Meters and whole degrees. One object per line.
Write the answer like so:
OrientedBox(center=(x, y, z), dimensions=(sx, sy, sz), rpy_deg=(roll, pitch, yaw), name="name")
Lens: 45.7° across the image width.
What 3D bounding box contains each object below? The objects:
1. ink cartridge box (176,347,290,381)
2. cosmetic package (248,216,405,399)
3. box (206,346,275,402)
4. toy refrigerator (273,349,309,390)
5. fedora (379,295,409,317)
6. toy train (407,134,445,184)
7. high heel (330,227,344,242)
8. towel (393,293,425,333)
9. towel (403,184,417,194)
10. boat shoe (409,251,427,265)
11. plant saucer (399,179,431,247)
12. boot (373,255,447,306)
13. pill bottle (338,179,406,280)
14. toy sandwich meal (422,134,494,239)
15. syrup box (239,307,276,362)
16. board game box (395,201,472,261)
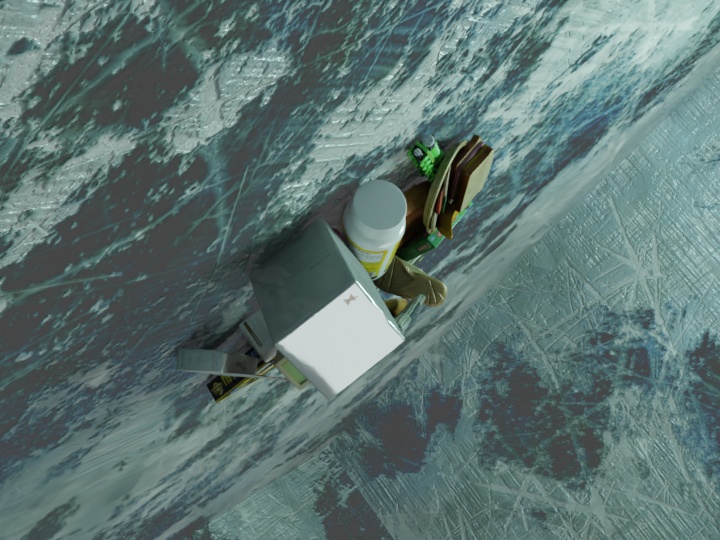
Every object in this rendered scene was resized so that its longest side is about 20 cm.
OrientedBox(center=(-0.223, 0.174, 1.575), dimensions=(0.169, 0.045, 0.200), rpy_deg=(2, 171, 11), name="ink cartridge box")
OrientedBox(center=(-0.059, 0.059, 1.408), dimensions=(0.165, 0.201, 0.168), rpy_deg=(-36, 127, 5), name="cosmetic package")
OrientedBox(center=(-0.213, 0.192, 1.808), dimensions=(0.199, 0.050, 0.159), rpy_deg=(-38, 170, 35), name="box")
OrientedBox(center=(-0.063, 0.129, 1.575), dimensions=(0.199, 0.076, 0.070), rpy_deg=(-38, -160, 19), name="toy refrigerator")
OrientedBox(center=(0.004, 0.092, 1.697), dimensions=(0.198, 0.082, 0.201), rpy_deg=(-30, 159, -13), name="fedora")
OrientedBox(center=(0.127, -0.201, 1.553), dimensions=(0.057, 0.042, 0.200), rpy_deg=(-50, 166, 2), name="toy train")
OrientedBox(center=(-0.090, -0.003, 1.535), dimensions=(0.096, 0.068, 0.201), rpy_deg=(-35, 167, -32), name="high heel")
OrientedBox(center=(0.030, 0.129, 1.589), dimensions=(0.200, 0.035, 0.193), rpy_deg=(-45, 180, 24), name="towel")
OrientedBox(center=(0.091, -0.112, 1.776), dimensions=(0.146, 0.022, 0.200), rpy_deg=(-43, 166, 11), name="towel")
OrientedBox(center=(0.090, -0.023, 1.949), dimensions=(0.200, 0.072, 0.061), rpy_deg=(-34, 162, -32), name="boat shoe")
OrientedBox(center=(0.089, -0.100, 1.705), dimensions=(0.199, 0.038, 0.201), rpy_deg=(-36, 165, -11), name="plant saucer")
OrientedBox(center=(0.066, 0.008, 1.731), dimensions=(0.074, 0.197, 0.155), rpy_deg=(-68, -164, 1), name="boot")
OrientedBox(center=(0.018, -0.070, 1.517), dimensions=(0.113, 0.115, 0.201), rpy_deg=(-33, 166, -21), name="pill bottle")
OrientedBox(center=(0.184, -0.154, 1.616), dimensions=(0.207, 0.069, 0.207), rpy_deg=(-60, 165, -27), name="toy sandwich meal")
OrientedBox(center=(-0.134, 0.083, 1.666), dimensions=(0.199, 0.082, 0.079), rpy_deg=(-39, 167, -9), name="syrup box")
OrientedBox(center=(0.142, -0.081, 1.788), dimensions=(0.135, 0.029, 0.199), rpy_deg=(-48, -172, -23), name="board game box")
